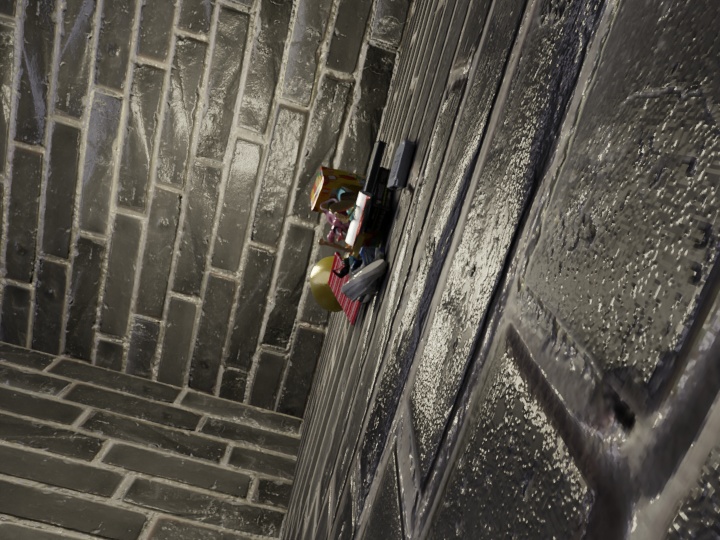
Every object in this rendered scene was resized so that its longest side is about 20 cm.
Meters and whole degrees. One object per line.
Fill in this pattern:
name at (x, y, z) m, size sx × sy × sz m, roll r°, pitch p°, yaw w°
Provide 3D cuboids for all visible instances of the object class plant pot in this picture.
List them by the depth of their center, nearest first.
plant pot at (-0.061, 0.040, 1.859) m, size 0.141 × 0.197 × 0.204 m, roll -15°, pitch 57°, yaw 57°

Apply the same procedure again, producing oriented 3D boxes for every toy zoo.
toy zoo at (0.013, -0.050, 1.593) m, size 0.199 × 0.020 × 0.134 m, roll -22°, pitch -51°, yaw -67°

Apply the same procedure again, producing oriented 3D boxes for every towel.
towel at (-0.048, 0.056, 1.685) m, size 0.202 × 0.022 × 0.146 m, roll 58°, pitch 147°, yaw 34°

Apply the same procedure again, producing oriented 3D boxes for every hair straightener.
hair straightener at (-0.031, -0.031, 1.592) m, size 0.199 × 0.040 × 0.079 m, roll -25°, pitch -48°, yaw -59°

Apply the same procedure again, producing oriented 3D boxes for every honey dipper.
honey dipper at (-0.045, -0.069, 1.719) m, size 0.038 × 0.196 × 0.039 m, roll -165°, pitch 91°, yaw -87°

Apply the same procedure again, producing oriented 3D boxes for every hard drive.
hard drive at (0.041, -0.326, 1.738) m, size 0.140 × 0.032 × 0.204 m, roll -102°, pitch 27°, yaw -79°

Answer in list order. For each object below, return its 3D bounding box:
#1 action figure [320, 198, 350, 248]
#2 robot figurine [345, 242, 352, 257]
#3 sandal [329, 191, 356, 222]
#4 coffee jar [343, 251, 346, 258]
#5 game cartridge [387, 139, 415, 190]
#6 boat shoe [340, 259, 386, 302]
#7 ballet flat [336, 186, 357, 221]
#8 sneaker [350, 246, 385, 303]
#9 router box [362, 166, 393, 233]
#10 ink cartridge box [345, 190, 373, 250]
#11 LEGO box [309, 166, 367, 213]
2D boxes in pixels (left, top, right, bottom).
action figure at (-0.063, -0.163, 1.789) m, size 0.151 × 0.132 × 0.201 m, roll 59°, pitch -166°, yaw -20°
robot figurine at (-0.001, -0.122, 1.874) m, size 0.144 × 0.058 × 0.202 m, roll -32°, pitch 24°, yaw 28°
sandal at (-0.047, -0.189, 1.663) m, size 0.212 × 0.076 × 0.071 m, roll -70°, pitch -23°, yaw -65°
coffee jar at (-0.023, -0.035, 2.067) m, size 0.200 × 0.084 × 0.106 m, roll -113°, pitch 43°, yaw -81°
game cartridge at (0.115, -0.299, 1.483) m, size 0.200 × 0.040 × 0.136 m, roll -113°, pitch 34°, yaw -83°
boat shoe at (0.017, 0.035, 1.416) m, size 0.199 × 0.069 × 0.072 m, roll -35°, pitch 6°, yaw 45°
ballet flat at (-0.016, -0.217, 1.774) m, size 0.202 × 0.070 × 0.073 m, roll 60°, pitch 145°, yaw 39°
sneaker at (0.010, 0.007, 1.511) m, size 0.078 × 0.083 × 0.203 m, roll -81°, pitch 6°, yaw -52°
router box at (0.062, -0.217, 1.726) m, size 0.151 × 0.061 × 0.203 m, roll 111°, pitch 172°, yaw -48°
ink cartridge box at (-0.010, -0.155, 1.594) m, size 0.200 × 0.046 × 0.163 m, roll -59°, pitch -14°, yaw -77°
LEGO box at (-0.069, -0.279, 1.897) m, size 0.078 × 0.196 × 0.150 m, roll -102°, pitch 29°, yaw -41°
